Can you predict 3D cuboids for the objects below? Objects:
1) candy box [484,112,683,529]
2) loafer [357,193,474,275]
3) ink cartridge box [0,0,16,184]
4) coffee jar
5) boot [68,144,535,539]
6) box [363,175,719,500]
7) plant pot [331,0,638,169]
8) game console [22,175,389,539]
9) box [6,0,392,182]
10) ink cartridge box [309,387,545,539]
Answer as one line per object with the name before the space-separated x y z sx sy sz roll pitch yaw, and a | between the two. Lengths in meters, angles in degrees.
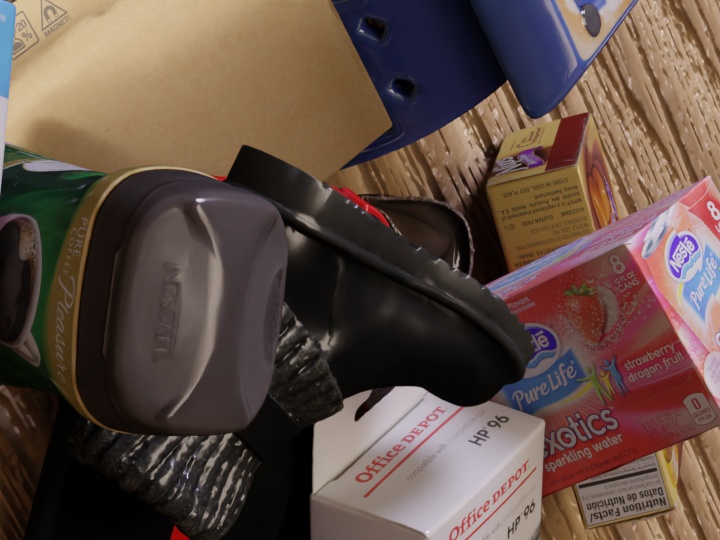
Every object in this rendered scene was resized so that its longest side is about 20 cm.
candy box | 0.125 0.026 1.450 0.117 0.056 0.201 -64 140 -70
loafer | 0.000 0.000 1.315 0.200 0.071 0.073 -11 94 -51
ink cartridge box | -0.202 -0.008 1.025 0.068 0.115 0.201 17 71 -48
coffee jar | -0.116 0.004 1.052 0.085 0.200 0.105 4 95 -44
boot | -0.025 0.054 1.162 0.211 0.079 0.158 33 82 -43
box | 0.105 0.044 1.327 0.095 0.200 0.103 -36 95 -48
plant pot | 0.038 -0.182 1.302 0.200 0.179 0.200 -51 124 -42
game console | -0.069 0.056 1.200 0.176 0.031 0.201 5 105 -46
box | -0.092 -0.076 1.197 0.200 0.021 0.164 -40 117 -24
ink cartridge box | 0.033 0.138 1.286 0.116 0.068 0.201 -39 138 -47
